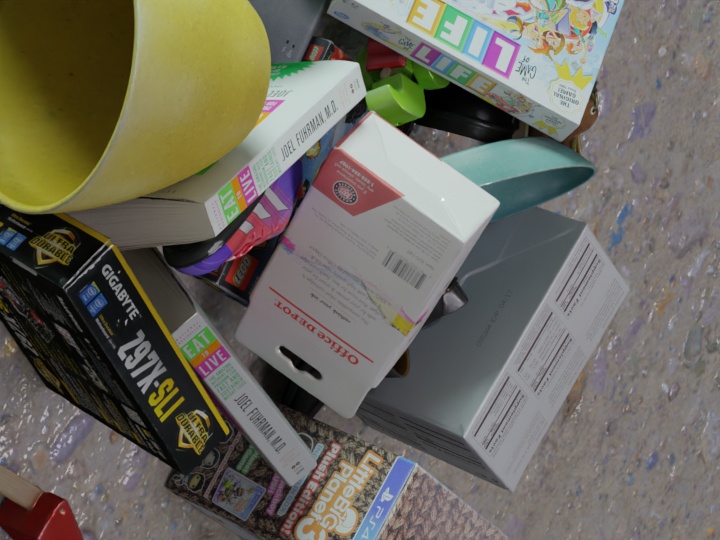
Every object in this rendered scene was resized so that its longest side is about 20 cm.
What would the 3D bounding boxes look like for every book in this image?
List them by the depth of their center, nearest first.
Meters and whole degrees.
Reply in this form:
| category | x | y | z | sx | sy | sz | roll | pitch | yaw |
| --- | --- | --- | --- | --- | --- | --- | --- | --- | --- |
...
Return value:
| category | x | y | z | sx | sy | sz | roll | pitch | yaw |
| --- | --- | --- | --- | --- | --- | --- | --- | --- | --- |
| book | -0.100 | -0.081 | 1.509 | 0.200 | 0.133 | 0.048 | -47 | 128 | -46 |
| book | -0.113 | 0.058 | 1.576 | 0.048 | 0.134 | 0.200 | -40 | 139 | -5 |

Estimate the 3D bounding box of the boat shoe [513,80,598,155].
| category | x | y | z | sx | sy | sz | roll | pitch | yaw |
| --- | --- | --- | --- | --- | --- | --- | --- | --- | --- |
| boat shoe | 0.165 | -0.147 | 1.841 | 0.200 | 0.068 | 0.072 | 96 | 7 | -55 |

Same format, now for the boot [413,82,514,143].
| category | x | y | z | sx | sy | sz | roll | pitch | yaw |
| --- | --- | --- | --- | --- | --- | --- | --- | --- | --- |
| boot | 0.096 | -0.189 | 1.736 | 0.211 | 0.079 | 0.159 | -73 | 175 | -73 |

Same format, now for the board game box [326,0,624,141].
| category | x | y | z | sx | sy | sz | roll | pitch | yaw |
| --- | --- | --- | --- | --- | --- | --- | --- | --- | --- |
| board game box | 0.089 | -0.200 | 1.645 | 0.199 | 0.034 | 0.135 | 28 | 63 | -11 |

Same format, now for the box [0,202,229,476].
| category | x | y | z | sx | sy | sz | roll | pitch | yaw |
| --- | --- | --- | --- | --- | --- | --- | --- | --- | --- |
| box | -0.185 | 0.033 | 1.468 | 0.049 | 0.159 | 0.200 | -45 | 136 | -18 |

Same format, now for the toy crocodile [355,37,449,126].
| category | x | y | z | sx | sy | sz | roll | pitch | yaw |
| --- | --- | --- | --- | --- | --- | --- | --- | --- | --- |
| toy crocodile | 0.034 | -0.193 | 1.676 | 0.062 | 0.067 | 0.201 | 40 | 53 | -49 |

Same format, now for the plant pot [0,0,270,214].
| category | x | y | z | sx | sy | sz | roll | pitch | yaw |
| --- | --- | --- | --- | --- | --- | --- | --- | --- | --- |
| plant pot | -0.141 | -0.131 | 1.399 | 0.142 | 0.200 | 0.201 | 3 | 104 | -42 |

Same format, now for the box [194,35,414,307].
| category | x | y | z | sx | sy | sz | roll | pitch | yaw |
| --- | --- | --- | --- | --- | --- | --- | --- | --- | --- |
| box | -0.042 | -0.062 | 1.700 | 0.137 | 0.040 | 0.201 | 34 | 79 | -53 |

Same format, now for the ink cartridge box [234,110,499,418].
| category | x | y | z | sx | sy | sz | roll | pitch | yaw |
| --- | --- | --- | --- | --- | --- | --- | --- | --- | --- |
| ink cartridge box | 0.000 | 0.000 | 1.611 | 0.068 | 0.116 | 0.200 | -47 | 171 | -51 |

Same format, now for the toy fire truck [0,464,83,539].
| category | x | y | z | sx | sy | sz | roll | pitch | yaw |
| --- | --- | --- | --- | --- | --- | --- | --- | --- | --- |
| toy fire truck | -0.281 | 0.168 | 1.503 | 0.141 | 0.049 | 0.200 | -52 | 138 | -22 |

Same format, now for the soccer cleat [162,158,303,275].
| category | x | y | z | sx | sy | sz | roll | pitch | yaw |
| --- | --- | --- | --- | --- | --- | --- | --- | --- | --- |
| soccer cleat | -0.080 | -0.040 | 1.545 | 0.200 | 0.068 | 0.073 | -66 | 138 | -58 |

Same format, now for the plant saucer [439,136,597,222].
| category | x | y | z | sx | sy | sz | roll | pitch | yaw |
| --- | --- | --- | --- | --- | --- | --- | --- | --- | --- |
| plant saucer | 0.080 | -0.062 | 1.699 | 0.200 | 0.200 | 0.036 | -9 | 79 | -49 |

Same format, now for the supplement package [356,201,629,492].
| category | x | y | z | sx | sy | sz | roll | pitch | yaw |
| --- | --- | --- | --- | --- | --- | --- | --- | --- | --- |
| supplement package | 0.093 | 0.049 | 1.819 | 0.200 | 0.155 | 0.111 | -58 | 143 | -14 |

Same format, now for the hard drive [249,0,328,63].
| category | x | y | z | sx | sy | sz | roll | pitch | yaw |
| --- | --- | --- | --- | --- | --- | --- | --- | --- | --- |
| hard drive | -0.056 | -0.254 | 1.603 | 0.139 | 0.033 | 0.201 | 31 | 81 | -52 |

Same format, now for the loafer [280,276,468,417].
| category | x | y | z | sx | sy | sz | roll | pitch | yaw |
| --- | --- | --- | --- | --- | --- | --- | --- | --- | --- |
| loafer | 0.006 | 0.061 | 1.725 | 0.200 | 0.072 | 0.073 | -52 | 179 | 38 |

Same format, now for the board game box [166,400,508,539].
| category | x | y | z | sx | sy | sz | roll | pitch | yaw |
| --- | --- | --- | --- | --- | --- | --- | --- | --- | --- |
| board game box | -0.017 | 0.185 | 1.712 | 0.097 | 0.199 | 0.159 | -61 | 142 | -11 |
